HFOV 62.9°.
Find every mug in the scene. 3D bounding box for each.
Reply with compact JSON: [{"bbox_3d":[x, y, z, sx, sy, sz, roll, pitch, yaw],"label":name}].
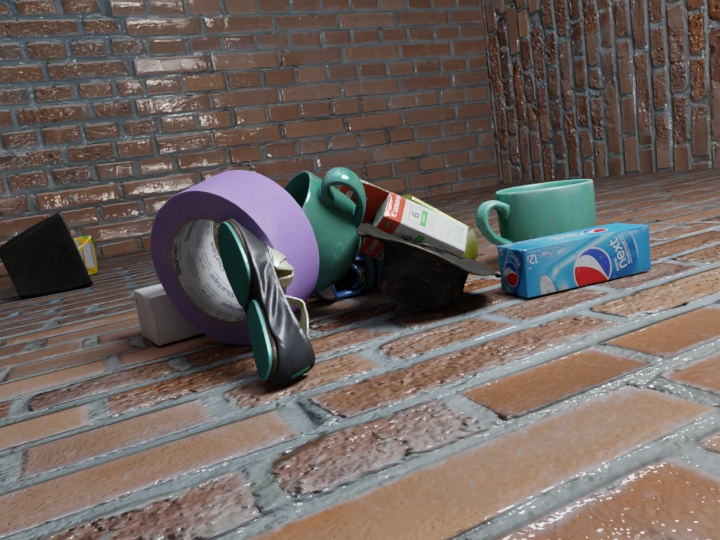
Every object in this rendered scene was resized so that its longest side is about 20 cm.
[{"bbox_3d":[-0.060,-0.047,0.824,0.114,0.154,0.184,30,-16,-25],"label":"mug"},{"bbox_3d":[0.289,-0.079,0.968,0.182,0.116,0.152,-6,10,17],"label":"mug"}]

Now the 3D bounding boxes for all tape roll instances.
[{"bbox_3d":[-0.156,-0.015,0.733,0.197,0.203,0.085,-3,24,29],"label":"tape roll"}]

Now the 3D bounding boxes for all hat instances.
[{"bbox_3d":[0.079,0.005,0.774,0.198,0.082,0.201,18,8,-3],"label":"hat"}]

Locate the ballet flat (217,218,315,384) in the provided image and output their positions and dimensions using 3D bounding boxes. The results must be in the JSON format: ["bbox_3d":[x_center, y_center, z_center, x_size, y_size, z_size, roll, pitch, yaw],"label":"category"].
[{"bbox_3d":[-0.096,0.028,0.618,0.072,0.201,0.073,-18,-33,-12],"label":"ballet flat"}]

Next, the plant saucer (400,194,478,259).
[{"bbox_3d":[0.118,-0.078,1.060,0.198,0.048,0.199,31,21,13],"label":"plant saucer"}]

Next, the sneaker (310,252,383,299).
[{"bbox_3d":[0.000,0.000,0.953,0.198,0.075,0.082,-25,16,-32],"label":"sneaker"}]

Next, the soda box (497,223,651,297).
[{"bbox_3d":[0.289,-0.017,0.797,0.197,0.065,0.068,-12,10,-16],"label":"soda box"}]

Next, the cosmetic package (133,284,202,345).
[{"bbox_3d":[-0.220,0.044,0.873,0.198,0.072,0.101,-14,10,-31],"label":"cosmetic package"}]

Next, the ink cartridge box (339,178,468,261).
[{"bbox_3d":[0.050,-0.059,0.888,0.198,0.051,0.109,22,-33,-12],"label":"ink cartridge box"}]

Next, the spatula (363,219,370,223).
[{"bbox_3d":[0.073,-0.066,0.957,0.197,0.021,0.057,1,-27,-6],"label":"spatula"}]

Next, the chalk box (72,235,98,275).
[{"bbox_3d":[-0.936,-0.040,1.880,0.123,0.126,0.199,-16,13,-38],"label":"chalk box"}]

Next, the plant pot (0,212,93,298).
[{"bbox_3d":[-0.850,-0.029,1.584,0.176,0.202,0.199,-26,16,-22],"label":"plant pot"}]
